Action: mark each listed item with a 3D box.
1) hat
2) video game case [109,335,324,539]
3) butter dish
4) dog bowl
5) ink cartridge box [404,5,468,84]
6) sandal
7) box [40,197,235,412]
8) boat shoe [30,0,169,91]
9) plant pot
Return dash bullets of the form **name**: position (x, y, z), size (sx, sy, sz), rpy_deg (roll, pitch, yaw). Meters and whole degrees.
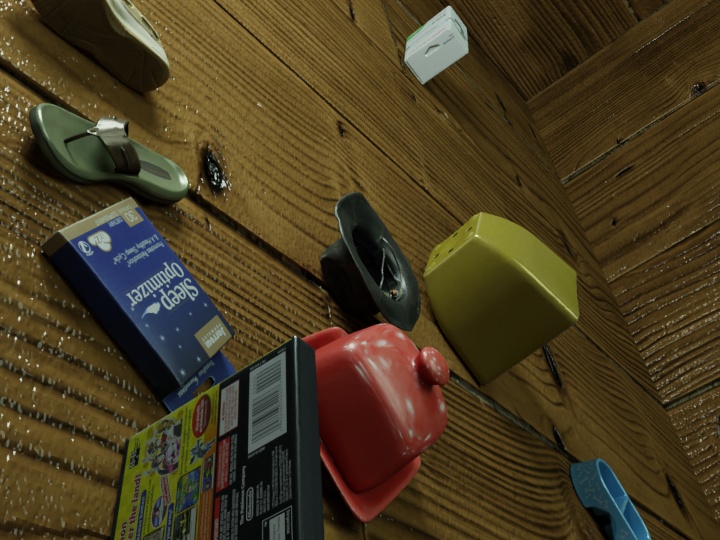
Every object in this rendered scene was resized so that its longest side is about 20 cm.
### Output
- **hat**: position (0.000, 0.000, 1.112), size (0.201, 0.081, 0.201), rpy_deg (47, 29, -37)
- **video game case**: position (-0.102, 0.162, 0.567), size (0.026, 0.181, 0.200), rpy_deg (42, 27, -35)
- **butter dish**: position (0.029, 0.132, 0.907), size (0.200, 0.148, 0.200), rpy_deg (59, 23, 7)
- **dog bowl**: position (0.440, 0.418, 1.465), size (0.200, 0.050, 0.111), rpy_deg (61, 23, 8)
- **ink cartridge box**: position (0.194, -0.577, 2.156), size (0.084, 0.146, 0.200), rpy_deg (48, 25, -22)
- **sandal**: position (-0.238, -0.122, 0.827), size (0.201, 0.057, 0.080), rpy_deg (15, 47, -57)
- **box**: position (-0.185, 0.034, 0.764), size (0.200, 0.032, 0.121), rpy_deg (55, 23, -7)
- **boat shoe**: position (-0.290, -0.283, 0.926), size (0.200, 0.074, 0.069), rpy_deg (48, 20, -43)
- **plant pot**: position (0.213, 0.025, 1.368), size (0.200, 0.194, 0.196), rpy_deg (46, 25, -9)
